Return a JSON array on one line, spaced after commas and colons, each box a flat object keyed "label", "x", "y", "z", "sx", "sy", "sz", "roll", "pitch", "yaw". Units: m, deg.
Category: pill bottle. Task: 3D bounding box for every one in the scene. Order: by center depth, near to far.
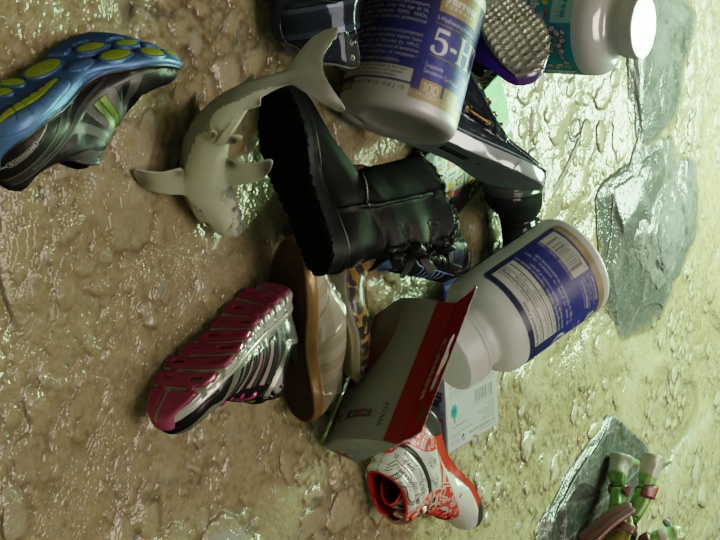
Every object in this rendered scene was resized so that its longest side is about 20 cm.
[{"label": "pill bottle", "x": 0.058, "y": -0.238, "z": 1.428, "sx": 0.120, "sy": 0.119, "sz": 0.201, "roll": 27, "pitch": 74, "yaw": -55}, {"label": "pill bottle", "x": 0.163, "y": 0.040, "z": 1.578, "sx": 0.199, "sy": 0.119, "sz": 0.120, "roll": -32, "pitch": 126, "yaw": -25}, {"label": "pill bottle", "x": 0.223, "y": -0.275, "z": 1.611, "sx": 0.111, "sy": 0.199, "sz": 0.112, "roll": -17, "pitch": 110, "yaw": -54}]

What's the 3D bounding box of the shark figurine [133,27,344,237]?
[{"label": "shark figurine", "x": -0.113, "y": -0.129, "z": 1.224, "sx": 0.128, "sy": 0.215, "sz": 0.090, "roll": 16, "pitch": 40, "yaw": -29}]

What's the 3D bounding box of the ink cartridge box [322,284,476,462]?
[{"label": "ink cartridge box", "x": 0.036, "y": 0.099, "z": 1.435, "sx": 0.163, "sy": 0.050, "sz": 0.200, "roll": -67, "pitch": -172, "yaw": -22}]

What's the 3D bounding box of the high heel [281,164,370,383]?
[{"label": "high heel", "x": 0.000, "y": 0.000, "z": 1.449, "sx": 0.143, "sy": 0.071, "sz": 0.201, "roll": -45, "pitch": 127, "yaw": -41}]

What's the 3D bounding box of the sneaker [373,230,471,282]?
[{"label": "sneaker", "x": 0.065, "y": -0.026, "z": 1.486, "sx": 0.200, "sy": 0.077, "sz": 0.071, "roll": 13, "pitch": 81, "yaw": -77}]

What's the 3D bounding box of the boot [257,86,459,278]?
[{"label": "boot", "x": 0.002, "y": -0.086, "z": 1.350, "sx": 0.162, "sy": 0.073, "sz": 0.199, "roll": -10, "pitch": 76, "yaw": -39}]

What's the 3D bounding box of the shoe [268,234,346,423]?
[{"label": "shoe", "x": -0.047, "y": 0.051, "z": 1.386, "sx": 0.053, "sy": 0.070, "sz": 0.201, "roll": -23, "pitch": 126, "yaw": -32}]

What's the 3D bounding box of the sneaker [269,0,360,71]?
[{"label": "sneaker", "x": 0.000, "y": -0.266, "z": 1.344, "sx": 0.201, "sy": 0.077, "sz": 0.147, "roll": -18, "pitch": 109, "yaw": -24}]

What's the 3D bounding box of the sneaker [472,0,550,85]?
[{"label": "sneaker", "x": 0.140, "y": -0.240, "z": 1.530, "sx": 0.069, "sy": 0.201, "sz": 0.100, "roll": -12, "pitch": 135, "yaw": -15}]

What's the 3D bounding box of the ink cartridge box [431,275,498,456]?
[{"label": "ink cartridge box", "x": 0.113, "y": 0.099, "z": 1.668, "sx": 0.119, "sy": 0.042, "sz": 0.201, "roll": -20, "pitch": 113, "yaw": -53}]

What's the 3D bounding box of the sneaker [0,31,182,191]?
[{"label": "sneaker", "x": -0.215, "y": -0.124, "z": 1.106, "sx": 0.200, "sy": 0.070, "sz": 0.083, "roll": -42, "pitch": 144, "yaw": -44}]

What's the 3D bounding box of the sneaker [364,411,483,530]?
[{"label": "sneaker", "x": 0.067, "y": 0.252, "z": 1.614, "sx": 0.108, "sy": 0.067, "sz": 0.202, "roll": -55, "pitch": 135, "yaw": -33}]

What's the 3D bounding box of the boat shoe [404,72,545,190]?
[{"label": "boat shoe", "x": 0.126, "y": -0.158, "z": 1.556, "sx": 0.199, "sy": 0.071, "sz": 0.091, "roll": 23, "pitch": 73, "yaw": -29}]

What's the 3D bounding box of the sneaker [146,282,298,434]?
[{"label": "sneaker", "x": -0.112, "y": 0.095, "z": 1.293, "sx": 0.200, "sy": 0.073, "sz": 0.088, "roll": -49, "pitch": 129, "yaw": -47}]

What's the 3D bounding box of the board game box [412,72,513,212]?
[{"label": "board game box", "x": 0.116, "y": -0.133, "z": 1.641, "sx": 0.200, "sy": 0.023, "sz": 0.105, "roll": -49, "pitch": 134, "yaw": -40}]

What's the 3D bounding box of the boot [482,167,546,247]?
[{"label": "boot", "x": 0.179, "y": -0.014, "z": 1.705, "sx": 0.165, "sy": 0.065, "sz": 0.201, "roll": -26, "pitch": 123, "yaw": -66}]

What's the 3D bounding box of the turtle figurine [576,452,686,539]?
[{"label": "turtle figurine", "x": 0.408, "y": 0.372, "z": 2.097, "sx": 0.144, "sy": 0.199, "sz": 0.195, "roll": 108, "pitch": -3, "yaw": -74}]
